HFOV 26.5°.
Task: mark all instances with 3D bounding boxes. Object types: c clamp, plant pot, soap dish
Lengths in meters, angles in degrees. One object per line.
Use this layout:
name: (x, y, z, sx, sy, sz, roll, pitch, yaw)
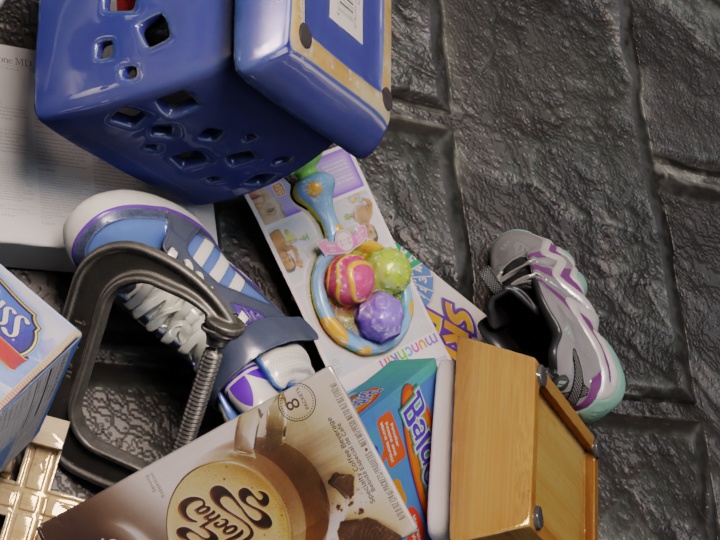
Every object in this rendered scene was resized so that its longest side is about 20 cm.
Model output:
c clamp: (-0.130, 0.085, 1.005, 0.169, 0.202, 0.027, 18, 20, 12)
plant pot: (-0.085, -0.172, 1.022, 0.200, 0.178, 0.202, 29, 58, -58)
soap dish: (0.122, 0.161, 1.152, 0.200, 0.081, 0.159, 49, 39, -52)

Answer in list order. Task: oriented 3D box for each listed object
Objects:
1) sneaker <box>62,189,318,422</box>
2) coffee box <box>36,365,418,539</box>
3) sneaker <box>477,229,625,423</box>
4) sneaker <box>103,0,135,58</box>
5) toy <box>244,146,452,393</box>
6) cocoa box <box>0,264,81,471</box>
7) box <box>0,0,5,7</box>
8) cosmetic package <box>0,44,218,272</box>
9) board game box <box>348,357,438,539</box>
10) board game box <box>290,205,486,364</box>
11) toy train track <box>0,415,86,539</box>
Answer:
sneaker: (-0.103, 0.037, 1.036, 0.200, 0.081, 0.147, 39, 9, -47)
coffee box: (-0.079, 0.155, 0.930, 0.199, 0.080, 0.114, -29, 86, -5)
sneaker: (0.129, 0.020, 1.224, 0.140, 0.078, 0.201, 32, 22, -44)
sneaker: (-0.166, -0.208, 1.144, 0.112, 0.071, 0.201, 16, 40, -31)
toy: (0.000, 0.000, 1.180, 0.115, 0.047, 0.201, -24, 83, -37)
cocoa box: (-0.289, 0.044, 0.902, 0.200, 0.134, 0.131, 39, 51, 4)
box: (-0.345, -0.163, 0.938, 0.198, 0.200, 0.131, 38, 51, -16)
cosmetic package: (-0.204, -0.076, 1.097, 0.199, 0.052, 0.152, 6, 68, -34)
board game box: (0.009, 0.167, 1.082, 0.200, 0.045, 0.153, -33, 112, -56)
board game box: (0.042, 0.043, 1.238, 0.200, 0.030, 0.096, 40, 52, -18)
toy train track: (-0.220, 0.185, 0.961, 0.114, 0.033, 0.202, 15, 68, -7)
